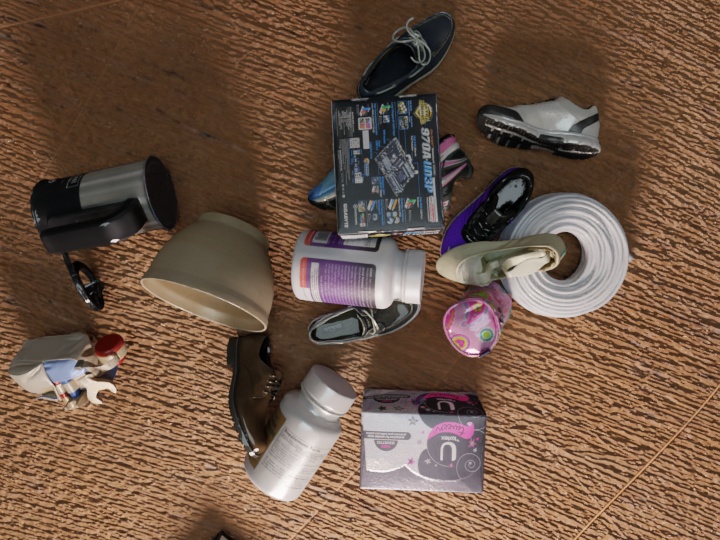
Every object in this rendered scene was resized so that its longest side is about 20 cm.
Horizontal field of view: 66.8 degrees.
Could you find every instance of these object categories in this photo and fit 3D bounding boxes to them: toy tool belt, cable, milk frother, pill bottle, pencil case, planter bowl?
[{"bbox_3d":[-0.469,0.170,0.919,0.197,0.126,0.124,-7,128,6],"label":"toy tool belt"},{"bbox_3d":[0.321,-0.022,0.873,0.199,0.069,0.201,-38,94,6],"label":"cable"},{"bbox_3d":[-0.392,-0.055,0.881,0.185,0.182,0.201,-11,139,4],"label":"milk frother"},{"bbox_3d":[-0.096,0.263,0.902,0.114,0.114,0.201,33,97,-2],"label":"pill bottle"},{"bbox_3d":[0.183,0.068,0.824,0.086,0.200,0.089,2,96,19],"label":"pencil case"},{"bbox_3d":[0.000,0.000,0.855,0.197,0.111,0.113,6,97,11],"label":"pill bottle"},{"bbox_3d":[-0.217,-0.004,0.851,0.197,0.201,0.136,19,71,0],"label":"planter bowl"}]

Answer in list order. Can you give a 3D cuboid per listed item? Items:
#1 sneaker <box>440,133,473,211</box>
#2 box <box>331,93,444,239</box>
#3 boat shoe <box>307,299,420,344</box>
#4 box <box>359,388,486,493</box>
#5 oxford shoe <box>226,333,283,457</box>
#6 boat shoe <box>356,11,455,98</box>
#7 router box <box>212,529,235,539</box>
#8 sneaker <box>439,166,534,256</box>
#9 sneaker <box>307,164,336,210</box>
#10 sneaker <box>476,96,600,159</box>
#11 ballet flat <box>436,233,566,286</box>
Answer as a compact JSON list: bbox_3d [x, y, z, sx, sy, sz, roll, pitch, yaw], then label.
[{"bbox_3d":[0.102,-0.117,0.868,0.086,0.080,0.200,43,99,-8],"label":"sneaker"},{"bbox_3d":[0.039,-0.153,0.807,0.156,0.046,0.203,-4,86,2],"label":"box"},{"bbox_3d":[0.007,0.086,0.898,0.197,0.071,0.073,-21,96,4],"label":"boat shoe"},{"bbox_3d":[0.099,0.274,0.895,0.197,0.115,0.134,1,97,2],"label":"box"},{"bbox_3d":[-0.165,0.193,0.877,0.083,0.073,0.203,-14,65,8],"label":"oxford shoe"},{"bbox_3d":[0.072,-0.331,0.842,0.199,0.062,0.075,-39,85,-3],"label":"boat shoe"},{"bbox_3d":[-0.258,0.593,0.975,0.149,0.062,0.201,40,97,-4],"label":"router box"},{"bbox_3d":[0.196,-0.082,0.854,0.069,0.100,0.201,38,100,-2],"label":"sneaker"},{"bbox_3d":[-0.009,-0.177,0.877,0.199,0.078,0.090,-40,80,-1],"label":"sneaker"},{"bbox_3d":[0.280,-0.233,0.858,0.197,0.074,0.081,12,83,-4],"label":"sneaker"},{"bbox_3d":[0.205,-0.011,0.818,0.197,0.069,0.070,-14,97,25],"label":"ballet flat"}]
